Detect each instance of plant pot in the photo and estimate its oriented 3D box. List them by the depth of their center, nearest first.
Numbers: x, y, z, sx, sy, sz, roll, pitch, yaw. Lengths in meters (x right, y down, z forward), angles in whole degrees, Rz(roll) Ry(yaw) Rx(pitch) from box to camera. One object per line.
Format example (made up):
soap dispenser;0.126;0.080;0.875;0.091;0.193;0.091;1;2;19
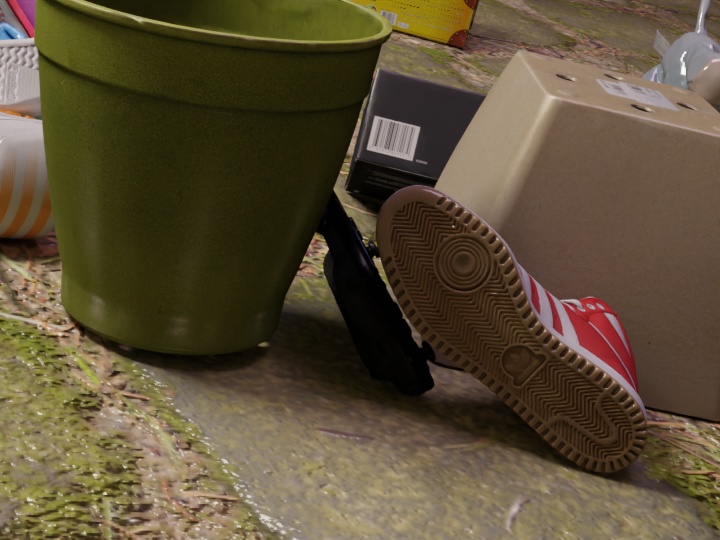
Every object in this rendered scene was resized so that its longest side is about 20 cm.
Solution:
plant pot;-0.098;-0.062;0.906;0.200;0.193;0.200;10;19;-3
plant pot;0.152;-0.037;1.062;0.200;0.177;0.200;11;19;-7

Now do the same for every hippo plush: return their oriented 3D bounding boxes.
hippo plush;0.372;-0.161;1.707;0.161;0.159;0.200;41;28;-18

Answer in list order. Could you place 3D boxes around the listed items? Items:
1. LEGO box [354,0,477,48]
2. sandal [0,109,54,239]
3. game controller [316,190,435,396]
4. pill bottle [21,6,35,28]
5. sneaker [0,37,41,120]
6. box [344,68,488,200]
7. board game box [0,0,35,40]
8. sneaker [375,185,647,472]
LEGO box;0.056;-0.364;2.087;0.200;0.077;0.149;15;19;2
sandal;-0.200;-0.059;1.012;0.059;0.079;0.207;25;19;34
game controller;0.000;0.000;0.973;0.042;0.104;0.200;-21;24;-3
pill bottle;-0.271;-0.166;1.212;0.200;0.114;0.114;15;19;0
sneaker;-0.214;-0.115;1.100;0.200;0.118;0.074;-8;74;-41
box;0.095;-0.084;1.234;0.200;0.079;0.141;14;-10;-3
board game box;-0.263;-0.161;1.130;0.200;0.158;0.039;13;-6;-6
sneaker;0.089;0.024;0.928;0.200;0.071;0.112;47;17;-4
